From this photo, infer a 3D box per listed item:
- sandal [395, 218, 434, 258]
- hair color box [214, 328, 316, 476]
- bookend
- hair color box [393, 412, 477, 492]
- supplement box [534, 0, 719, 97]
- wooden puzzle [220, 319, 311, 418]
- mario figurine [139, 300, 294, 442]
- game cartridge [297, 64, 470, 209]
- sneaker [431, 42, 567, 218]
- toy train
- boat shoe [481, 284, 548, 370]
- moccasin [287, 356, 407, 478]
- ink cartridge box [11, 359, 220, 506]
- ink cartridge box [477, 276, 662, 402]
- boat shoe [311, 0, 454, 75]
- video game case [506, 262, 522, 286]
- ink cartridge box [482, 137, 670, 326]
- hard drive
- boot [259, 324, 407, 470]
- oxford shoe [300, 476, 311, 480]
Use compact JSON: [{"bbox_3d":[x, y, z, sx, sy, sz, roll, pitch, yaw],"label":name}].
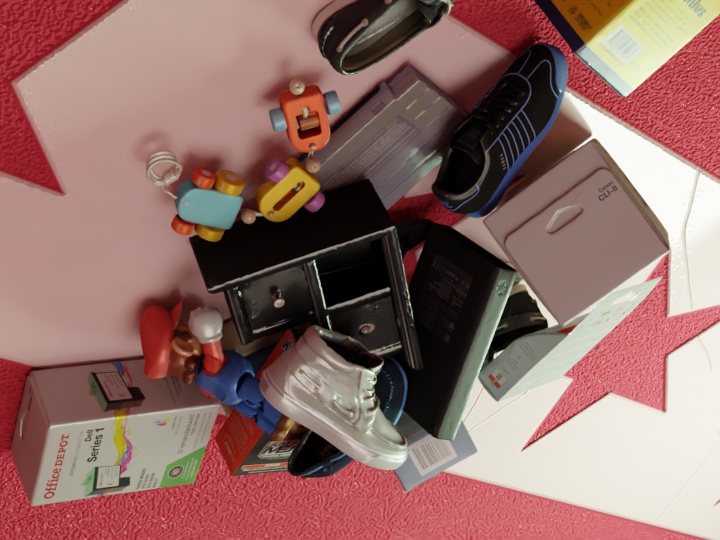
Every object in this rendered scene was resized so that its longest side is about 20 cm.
[{"bbox_3d":[0.000,0.000,1.662,0.200,0.045,0.075,-25,159,-20],"label":"sandal"},{"bbox_3d":[-0.077,0.152,1.728,0.101,0.061,0.200,0,137,-38],"label":"hair color box"},{"bbox_3d":[-0.054,0.034,1.571,0.199,0.092,0.199,-18,129,-8],"label":"bookend"},{"bbox_3d":[0.071,0.189,1.832,0.099,0.200,0.061,-29,104,0],"label":"hair color box"},{"bbox_3d":[0.284,-0.290,1.480,0.200,0.109,0.109,-42,141,17],"label":"supplement box"},{"bbox_3d":[-0.081,0.112,1.764,0.185,0.046,0.200,-23,142,-7],"label":"wooden puzzle"},{"bbox_3d":[-0.144,0.092,1.619,0.200,0.106,0.124,33,118,-1],"label":"mario figurine"},{"bbox_3d":[0.014,-0.119,1.570,0.200,0.038,0.130,-41,138,15],"label":"game cartridge"},{"bbox_3d":[0.142,-0.148,1.545,0.078,0.070,0.200,17,102,-56],"label":"sneaker"},{"bbox_3d":[-0.110,-0.112,1.486,0.199,0.056,0.151,-21,128,-3],"label":"toy train"},{"bbox_3d":[0.133,0.094,1.822,0.200,0.068,0.072,-31,161,-5],"label":"boat shoe"},{"bbox_3d":[-0.015,0.176,1.673,0.068,0.081,0.200,-15,146,-45],"label":"moccasin"},{"bbox_3d":[-0.275,0.178,1.684,0.199,0.084,0.145,-5,137,-28],"label":"ink cartridge box"},{"bbox_3d":[0.247,0.067,1.781,0.162,0.050,0.200,-12,147,-55],"label":"ink cartridge box"},{"bbox_3d":[0.052,-0.251,1.416,0.200,0.060,0.076,-34,143,7],"label":"boat shoe"},{"bbox_3d":[0.098,0.058,1.810,0.200,0.018,0.143,-42,157,18],"label":"video game case"},{"bbox_3d":[0.238,-0.046,1.635,0.145,0.145,0.200,-37,177,13],"label":"ink cartridge box"},{"bbox_3d":[0.088,0.065,1.641,0.033,0.140,0.201,11,106,-34],"label":"hard drive"},{"bbox_3d":[-0.003,0.131,1.556,0.200,0.074,0.096,32,111,-34],"label":"boot"},{"bbox_3d":[-0.006,0.183,1.787,0.073,0.071,0.200,18,127,-32],"label":"oxford shoe"}]
